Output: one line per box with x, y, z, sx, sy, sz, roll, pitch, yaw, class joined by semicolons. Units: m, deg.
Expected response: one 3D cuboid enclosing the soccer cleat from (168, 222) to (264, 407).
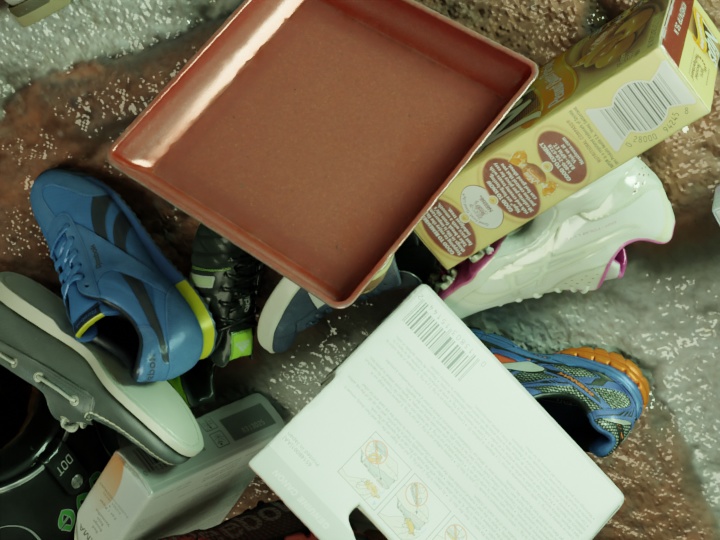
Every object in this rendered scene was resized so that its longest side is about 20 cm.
-0.096;0.017;1.097;0.081;0.067;0.200;55;134;27;soccer cleat

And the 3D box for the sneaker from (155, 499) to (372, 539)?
-0.087;0.219;1.140;0.199;0.098;0.071;-3;106;-11;sneaker

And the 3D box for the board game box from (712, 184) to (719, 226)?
0.358;0.000;0.967;0.199;0.041;0.201;-21;112;27;board game box

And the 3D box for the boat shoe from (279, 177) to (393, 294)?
-0.031;-0.055;0.990;0.072;0.201;0.068;-13;141;-19;boat shoe

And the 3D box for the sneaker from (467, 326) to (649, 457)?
0.104;0.092;1.081;0.198;0.079;0.076;1;120;17;sneaker

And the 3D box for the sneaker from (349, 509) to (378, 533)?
0.064;0.165;1.152;0.199;0.071;0.081;-2;129;26;sneaker

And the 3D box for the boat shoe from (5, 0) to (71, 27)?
-0.172;-0.229;0.979;0.199;0.075;0.069;-24;116;29;boat shoe

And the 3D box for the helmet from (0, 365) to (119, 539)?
-0.285;0.150;1.175;0.199;0.201;0.191;15;147;9;helmet

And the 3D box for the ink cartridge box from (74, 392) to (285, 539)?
-0.161;0.191;1.177;0.050;0.162;0.200;50;126;16;ink cartridge box

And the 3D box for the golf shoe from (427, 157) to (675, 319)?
0.124;-0.007;1.020;0.091;0.075;0.200;42;124;-14;golf shoe

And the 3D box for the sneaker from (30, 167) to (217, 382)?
-0.190;0.001;1.083;0.200;0.078;0.066;47;135;22;sneaker

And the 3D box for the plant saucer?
-0.023;-0.088;0.934;0.199;0.200;0.037;32;161;25;plant saucer

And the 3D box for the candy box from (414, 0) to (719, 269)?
0.126;-0.091;0.941;0.199;0.116;0.055;-31;106;30;candy box

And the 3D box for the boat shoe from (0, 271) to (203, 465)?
-0.198;0.082;1.085;0.200;0.073;0.062;38;102;13;boat shoe

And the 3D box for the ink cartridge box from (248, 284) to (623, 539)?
0.048;0.140;0.990;0.200;0.176;0.045;47;157;0;ink cartridge box

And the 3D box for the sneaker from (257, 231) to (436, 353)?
0.000;0.000;1.061;0.084;0.075;0.200;35;124;0;sneaker
